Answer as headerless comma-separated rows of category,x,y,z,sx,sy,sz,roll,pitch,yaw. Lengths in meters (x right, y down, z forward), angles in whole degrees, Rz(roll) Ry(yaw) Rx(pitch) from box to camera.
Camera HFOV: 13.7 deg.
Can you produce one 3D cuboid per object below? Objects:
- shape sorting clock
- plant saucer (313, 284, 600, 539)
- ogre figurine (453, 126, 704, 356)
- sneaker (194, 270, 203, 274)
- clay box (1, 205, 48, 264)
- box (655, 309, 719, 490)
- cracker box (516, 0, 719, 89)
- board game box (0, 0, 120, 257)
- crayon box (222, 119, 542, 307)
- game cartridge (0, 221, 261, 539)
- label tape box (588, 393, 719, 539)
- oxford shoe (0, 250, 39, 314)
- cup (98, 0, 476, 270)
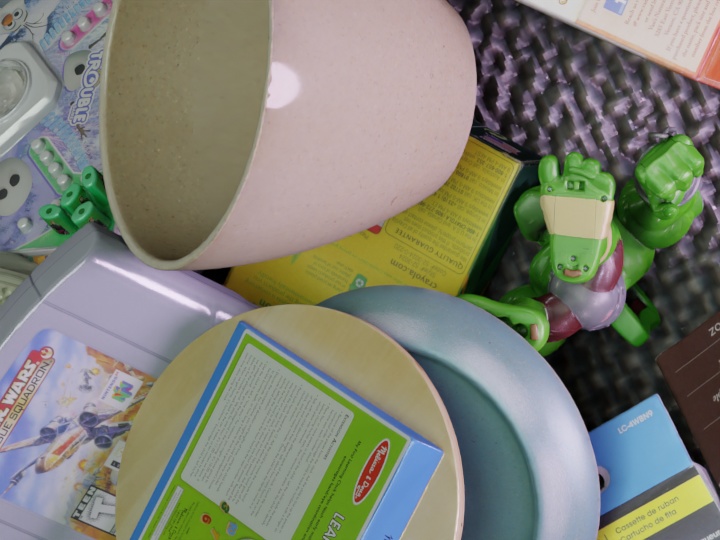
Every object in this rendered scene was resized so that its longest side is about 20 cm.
shape sorting clock,-0.036,0.117,1.489,0.200,0.039,0.200,-7,77,32
plant saucer,0.024,0.106,1.516,0.200,0.027,0.200,10,111,25
ogre figurine,0.107,0.002,1.542,0.098,0.120,0.200,32,104,18
sneaker,-0.091,-0.055,1.655,0.082,0.077,0.200,13,98,-9
clay box,-0.177,0.065,1.664,0.115,0.048,0.200,-12,87,65
box,0.237,0.102,1.484,0.100,0.075,0.200,-40,60,27
cracker box,0.110,-0.155,1.521,0.200,0.134,0.058,26,98,18
board game box,-0.198,-0.097,1.635,0.200,0.026,0.200,-4,59,30
crayon box,0.000,0.000,1.620,0.127,0.051,0.200,30,103,17
game cartridge,-0.149,0.080,1.551,0.200,0.133,0.042,-57,31,12
label tape box,0.151,0.180,1.535,0.143,0.066,0.200,-32,79,22
oxford shoe,-0.143,0.039,1.586,0.200,0.058,0.075,21,102,-22
cup,-0.027,-0.094,1.505,0.200,0.143,0.201,-19,68,60
